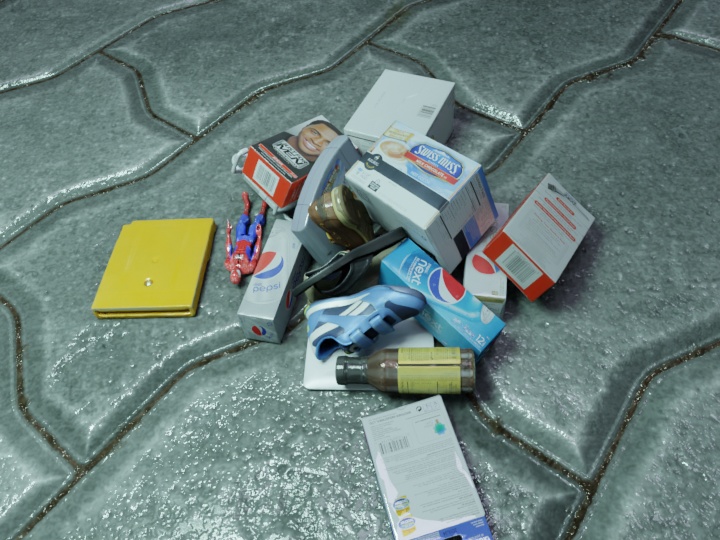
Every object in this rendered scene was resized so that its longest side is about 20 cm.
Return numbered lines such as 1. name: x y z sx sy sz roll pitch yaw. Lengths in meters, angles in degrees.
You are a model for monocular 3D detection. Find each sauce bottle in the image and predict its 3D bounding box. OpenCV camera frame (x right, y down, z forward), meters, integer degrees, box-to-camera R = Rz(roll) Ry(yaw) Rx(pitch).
1. sauce bottle: 0.063 0.139 0.851 0.194 0.066 0.066 0 50 9

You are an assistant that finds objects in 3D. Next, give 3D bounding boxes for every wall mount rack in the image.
1. wall mount rack: -0.136 -0.181 1.119 0.200 0.075 0.173 44 40 12

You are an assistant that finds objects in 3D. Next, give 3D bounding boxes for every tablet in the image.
1. tablet: 0.015 0.122 0.921 0.194 0.014 0.133 0 51 4

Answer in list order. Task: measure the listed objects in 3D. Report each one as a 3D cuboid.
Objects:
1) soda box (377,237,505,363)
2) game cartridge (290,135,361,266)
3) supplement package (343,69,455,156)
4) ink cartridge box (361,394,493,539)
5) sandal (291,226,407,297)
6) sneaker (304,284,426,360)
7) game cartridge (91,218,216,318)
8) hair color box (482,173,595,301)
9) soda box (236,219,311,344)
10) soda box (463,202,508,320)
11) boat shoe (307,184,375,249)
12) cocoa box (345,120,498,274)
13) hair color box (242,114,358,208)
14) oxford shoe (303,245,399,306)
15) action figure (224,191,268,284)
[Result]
1. soda box: 0.118 0.048 0.910 0.064 0.068 0.199 -39 70 -24
2. game cartridge: -0.044 -0.120 1.025 0.041 0.134 0.204 7 62 31
3. supplement package: 0.080 -0.274 1.171 0.152 0.112 0.202 17 55 19
4. ink cartridge box: 0.081 0.270 0.777 0.116 0.043 0.203 -14 48 -7
5. sandal: -0.009 -0.002 0.904 0.197 0.075 0.049 -28 87 -14
6. sneaker: 0.007 0.078 0.881 0.196 0.074 0.084 -17 56 26
7. game cartridge: -0.352 -0.008 1.050 0.171 0.033 0.204 -1 49 4
8. hair color box: 0.286 -0.057 0.960 0.111 0.064 0.200 44 51 4
9. soda box: -0.134 0.013 0.986 0.062 0.069 0.203 7 53 11
10. soda box: 0.204 -0.019 0.985 0.066 0.064 0.204 5 52 9
11. boat shoe: -0.024 -0.075 0.974 0.066 0.200 0.074 -16 70 14
12. cocoa box: 0.098 -0.120 0.966 0.132 0.134 0.199 -47 51 -7
13. hair color box: -0.101 -0.195 1.058 0.101 0.062 0.199 41 43 9
14. oxford shoe: 0.000 0.000 0.973 0.197 0.075 0.071 -27 36 -18
15. action figure: -0.203 -0.059 1.067 0.063 0.052 0.204 3 53 1
